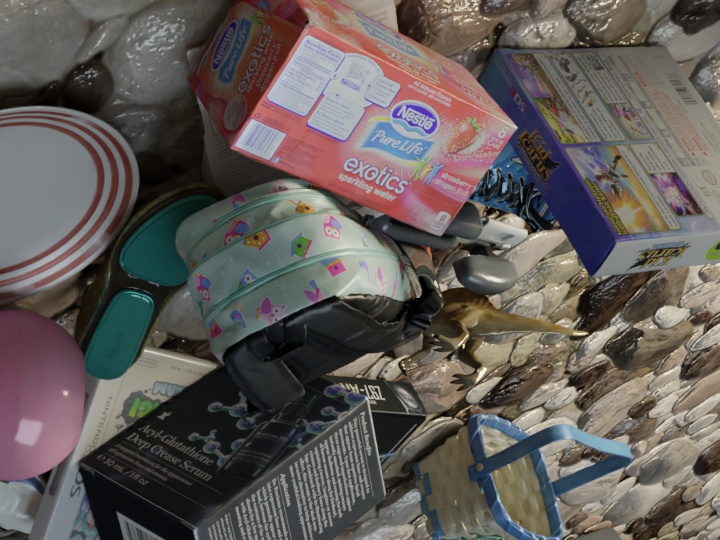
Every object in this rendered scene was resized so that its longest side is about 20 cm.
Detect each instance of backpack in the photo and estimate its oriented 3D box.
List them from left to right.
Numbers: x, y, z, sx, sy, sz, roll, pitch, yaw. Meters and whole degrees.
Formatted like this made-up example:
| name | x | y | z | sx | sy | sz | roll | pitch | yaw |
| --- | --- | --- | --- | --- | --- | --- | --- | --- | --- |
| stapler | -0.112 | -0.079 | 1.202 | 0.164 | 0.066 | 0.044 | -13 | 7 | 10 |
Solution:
| name | x | y | z | sx | sy | sz | roll | pitch | yaw |
| --- | --- | --- | --- | --- | --- | --- | --- | --- | --- |
| backpack | -0.049 | 0.015 | 1.128 | 0.166 | 0.127 | 0.200 | -33 | 165 | 9 |

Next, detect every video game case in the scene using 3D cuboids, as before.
| name | x | y | z | sx | sy | sz | roll | pitch | yaw |
| --- | --- | --- | --- | --- | --- | --- | --- | --- | --- |
| video game case | -0.175 | 0.160 | 1.363 | 0.199 | 0.024 | 0.184 | 19 | 91 | -51 |
| video game case | 0.209 | -0.090 | 1.243 | 0.180 | 0.201 | 0.046 | -5 | 143 | -33 |

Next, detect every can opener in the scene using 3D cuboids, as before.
| name | x | y | z | sx | sy | sz | roll | pitch | yaw |
| --- | --- | --- | --- | --- | --- | --- | --- | --- | --- |
| can opener | 0.080 | -0.022 | 1.346 | 0.053 | 0.068 | 0.199 | -24 | 161 | 30 |

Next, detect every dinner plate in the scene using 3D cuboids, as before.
| name | x | y | z | sx | sy | sz | roll | pitch | yaw |
| --- | --- | --- | --- | --- | --- | --- | --- | --- | --- |
| dinner plate | -0.251 | -0.046 | 1.110 | 0.198 | 0.024 | 0.201 | -21 | 146 | -15 |

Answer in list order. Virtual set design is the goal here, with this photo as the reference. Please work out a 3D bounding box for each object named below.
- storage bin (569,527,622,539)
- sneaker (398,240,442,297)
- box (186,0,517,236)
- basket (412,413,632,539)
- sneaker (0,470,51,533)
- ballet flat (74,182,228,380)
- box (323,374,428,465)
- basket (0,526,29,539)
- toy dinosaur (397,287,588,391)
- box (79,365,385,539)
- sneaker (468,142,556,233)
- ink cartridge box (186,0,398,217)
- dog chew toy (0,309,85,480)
| name | x | y | z | sx | sy | sz | roll | pitch | yaw |
| --- | --- | --- | --- | --- | --- | --- | --- | --- | --- |
| storage bin | 0.318 | 0.438 | 2.114 | 0.144 | 0.135 | 0.201 | -12 | 145 | -25 |
| sneaker | 0.000 | 0.000 | 1.313 | 0.199 | 0.082 | 0.077 | 6 | 134 | -43 |
| box | -0.004 | -0.116 | 1.099 | 0.199 | 0.095 | 0.103 | 20 | 114 | -38 |
| basket | 0.173 | 0.221 | 1.696 | 0.199 | 0.140 | 0.176 | -33 | 148 | 25 |
| sneaker | -0.324 | 0.172 | 1.310 | 0.114 | 0.081 | 0.200 | -29 | 141 | 6 |
| ballet flat | -0.161 | -0.005 | 1.198 | 0.070 | 0.071 | 0.201 | 4 | 132 | -41 |
| box | -0.052 | 0.182 | 1.558 | 0.159 | 0.044 | 0.200 | 9 | 131 | -45 |
| basket | -0.314 | 0.313 | 1.423 | 0.197 | 0.162 | 0.201 | -4 | 139 | -34 |
| toy dinosaur | 0.091 | 0.049 | 1.382 | 0.198 | 0.102 | 0.059 | 6 | 130 | 18 |
| box | -0.102 | 0.173 | 1.318 | 0.199 | 0.148 | 0.108 | -34 | 127 | -36 |
| sneaker | 0.132 | -0.078 | 1.302 | 0.198 | 0.090 | 0.079 | -1 | 138 | -31 |
| ink cartridge box | -0.043 | -0.111 | 1.179 | 0.160 | 0.050 | 0.201 | -21 | 130 | -13 |
| dog chew toy | -0.303 | 0.088 | 1.163 | 0.198 | 0.125 | 0.125 | 5 | 138 | -16 |
